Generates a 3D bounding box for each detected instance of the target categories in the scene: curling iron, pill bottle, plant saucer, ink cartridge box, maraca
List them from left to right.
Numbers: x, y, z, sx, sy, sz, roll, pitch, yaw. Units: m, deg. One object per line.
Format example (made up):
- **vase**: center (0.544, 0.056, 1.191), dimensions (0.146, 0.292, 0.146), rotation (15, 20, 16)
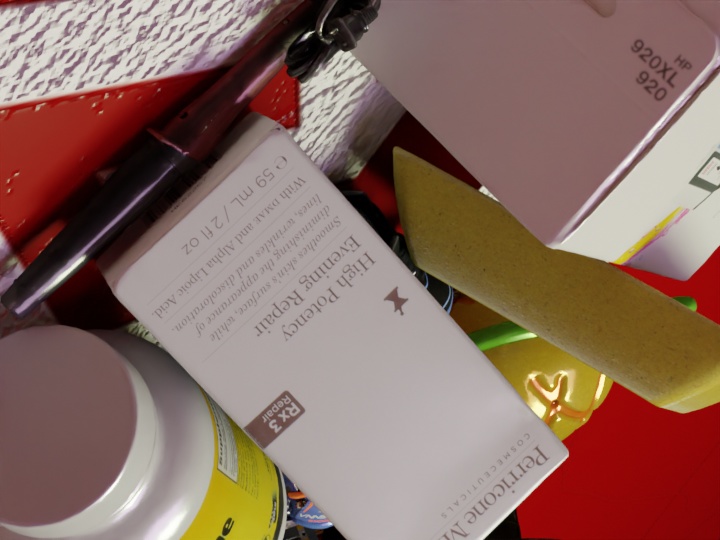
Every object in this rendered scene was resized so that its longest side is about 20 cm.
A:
- **pill bottle**: center (-0.109, 0.093, 0.813), dimensions (0.112, 0.112, 0.200), rotation (-43, 158, -4)
- **curling iron**: center (-0.071, -0.053, 0.729), dimensions (0.200, 0.026, 0.050), rotation (-40, -165, -2)
- **maraca**: center (0.110, 0.055, 1.106), dimensions (0.199, 0.107, 0.137), rotation (-16, 161, -1)
- **plant saucer**: center (0.110, 0.017, 0.916), dimensions (0.049, 0.200, 0.200), rotation (-61, 164, 2)
- **ink cartridge box**: center (0.119, -0.099, 0.830), dimensions (0.145, 0.147, 0.200), rotation (-50, 158, 14)

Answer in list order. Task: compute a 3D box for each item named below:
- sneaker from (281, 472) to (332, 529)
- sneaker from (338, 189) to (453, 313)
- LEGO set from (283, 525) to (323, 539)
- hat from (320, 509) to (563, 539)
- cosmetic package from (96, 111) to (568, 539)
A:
- **sneaker**: center (-0.015, 0.092, 0.923), dimensions (0.075, 0.079, 0.200), rotation (-1, 170, -13)
- **sneaker**: center (0.000, 0.000, 0.900), dimensions (0.078, 0.070, 0.200), rotation (-48, 158, 25)
- **LEGO set**: center (-0.002, 0.237, 1.205), dimensions (0.115, 0.154, 0.200), rotation (-16, 143, -21)
- **hat**: center (0.035, 0.134, 1.052), dimensions (0.200, 0.081, 0.201), rotation (0, 169, 0)
- **cosmetic package**: center (-0.012, 0.038, 0.779), dimensions (0.102, 0.200, 0.074), rotation (-44, -164, -2)
